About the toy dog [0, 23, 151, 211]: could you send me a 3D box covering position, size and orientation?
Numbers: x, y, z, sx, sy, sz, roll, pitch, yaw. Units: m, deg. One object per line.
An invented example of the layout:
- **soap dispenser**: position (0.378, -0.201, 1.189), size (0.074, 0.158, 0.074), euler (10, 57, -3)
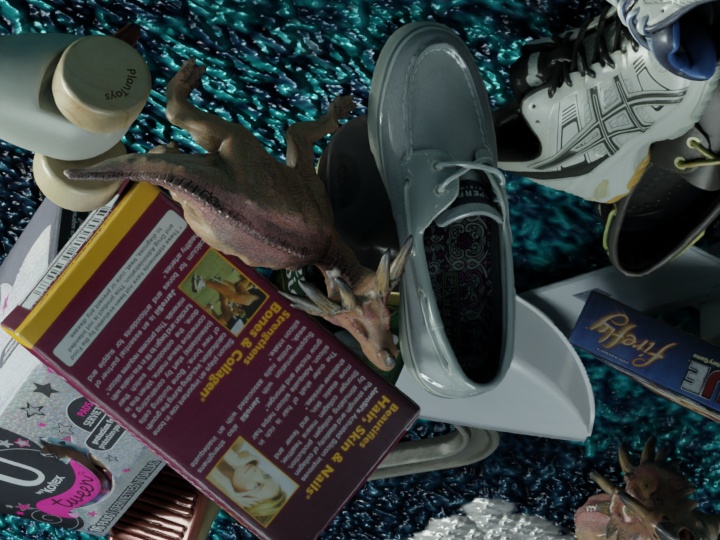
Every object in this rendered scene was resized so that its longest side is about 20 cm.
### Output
- **toy dog**: position (-0.190, -0.120, 1.414), size (0.200, 0.097, 0.132), euler (37, 138, -22)

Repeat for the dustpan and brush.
- **dustpan and brush**: position (0.064, 0.027, 1.648), size (0.139, 0.057, 0.200), euler (7, 153, 22)

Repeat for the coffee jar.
- **coffee jar**: position (0.000, 0.000, 1.559), size (0.085, 0.105, 0.200), euler (6, 147, -13)

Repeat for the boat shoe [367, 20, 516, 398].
- **boat shoe**: position (0.052, -0.032, 1.427), size (0.070, 0.202, 0.071), euler (-7, -176, -22)

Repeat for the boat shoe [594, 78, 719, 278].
- **boat shoe**: position (0.187, -0.067, 1.486), size (0.071, 0.061, 0.201), euler (10, 147, -15)

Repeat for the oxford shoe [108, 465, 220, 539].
- **oxford shoe**: position (-0.097, 0.130, 1.697), size (0.070, 0.201, 0.075), euler (19, 177, 39)

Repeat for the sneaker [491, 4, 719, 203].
- **sneaker**: position (0.125, -0.100, 1.424), size (0.087, 0.076, 0.200), euler (11, 146, -14)

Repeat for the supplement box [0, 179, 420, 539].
- **supplement box**: position (-0.082, 0.053, 1.477), size (0.200, 0.110, 0.086), euler (41, 173, -12)

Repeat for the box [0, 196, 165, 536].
- **box**: position (-0.166, 0.055, 1.622), size (0.114, 0.133, 0.200), euler (15, 146, -18)

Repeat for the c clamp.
- **c clamp**: position (-0.014, 0.103, 1.794), size (0.199, 0.027, 0.171), euler (-8, 146, 15)

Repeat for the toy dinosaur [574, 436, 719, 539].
- **toy dinosaur**: position (0.189, 0.175, 1.845), size (0.135, 0.086, 0.200), euler (27, 152, -25)

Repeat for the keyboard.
- **keyboard**: position (0.145, 0.016, 1.633), size (0.056, 0.011, 0.200), euler (31, 150, -30)

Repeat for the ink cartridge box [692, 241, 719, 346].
- **ink cartridge box**: position (0.280, 0.014, 1.604), size (0.115, 0.068, 0.200), euler (26, 140, -31)

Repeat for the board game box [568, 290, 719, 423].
- **board game box**: position (0.215, 0.070, 1.609), size (0.135, 0.035, 0.200), euler (25, 179, 24)

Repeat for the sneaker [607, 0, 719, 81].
- **sneaker**: position (0.146, -0.137, 1.303), size (0.077, 0.085, 0.200), euler (20, 172, -40)

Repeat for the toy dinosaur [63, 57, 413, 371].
- **toy dinosaur**: position (-0.046, -0.026, 1.386), size (0.200, 0.136, 0.086), euler (15, 129, -43)
